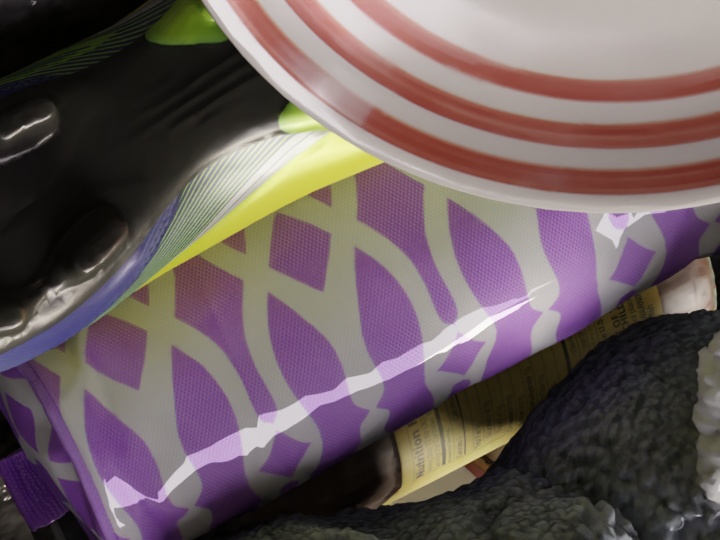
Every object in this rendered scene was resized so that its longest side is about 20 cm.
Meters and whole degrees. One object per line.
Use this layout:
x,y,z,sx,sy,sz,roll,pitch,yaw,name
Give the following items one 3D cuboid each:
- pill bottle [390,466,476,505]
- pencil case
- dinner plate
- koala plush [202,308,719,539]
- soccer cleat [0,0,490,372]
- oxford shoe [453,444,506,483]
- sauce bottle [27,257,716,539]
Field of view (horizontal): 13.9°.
-0.023,0.139,0.911,0.111,0.111,0.200,-16,149,-34,pill bottle
0.000,0.000,0.743,0.200,0.084,0.085,-26,178,-14,pencil case
0.056,-0.097,0.597,0.199,0.024,0.201,1,128,1,dinner plate
0.062,0.086,0.752,0.200,0.184,0.177,-48,176,-20,koala plush
-0.035,-0.037,0.674,0.200,0.065,0.084,-29,-176,-22,soccer cleat
0.083,0.052,0.962,0.075,0.070,0.200,-60,154,9,oxford shoe
0.002,0.032,0.815,0.200,0.065,0.065,-24,153,-17,sauce bottle
